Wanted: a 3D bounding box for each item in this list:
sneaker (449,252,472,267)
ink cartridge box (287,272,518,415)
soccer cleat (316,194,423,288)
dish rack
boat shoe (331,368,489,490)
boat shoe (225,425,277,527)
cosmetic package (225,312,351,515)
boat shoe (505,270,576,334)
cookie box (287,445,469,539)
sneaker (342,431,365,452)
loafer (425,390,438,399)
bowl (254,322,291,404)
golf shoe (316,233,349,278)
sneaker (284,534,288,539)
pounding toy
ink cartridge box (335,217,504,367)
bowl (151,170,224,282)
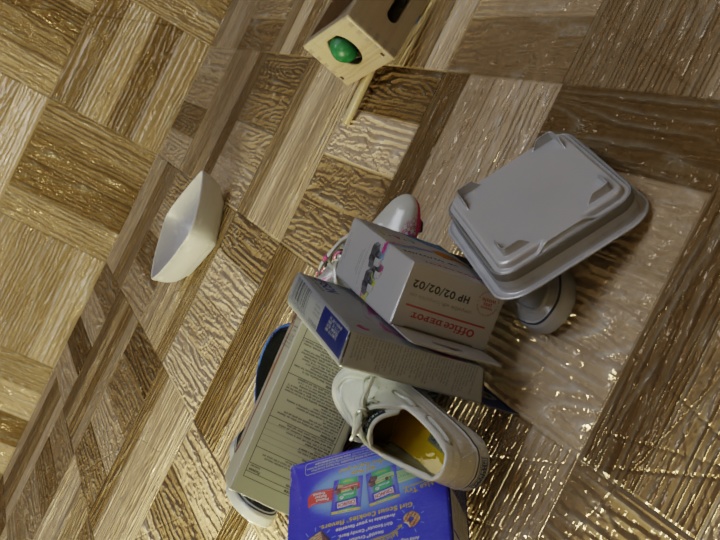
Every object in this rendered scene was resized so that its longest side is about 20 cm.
[{"bbox_3d":[0.061,0.014,1.290,0.200,0.076,0.090,17,89,69],"label":"sneaker"},{"bbox_3d":[0.042,0.070,1.096,0.044,0.197,0.196,-70,23,9],"label":"ink cartridge box"},{"bbox_3d":[0.000,0.000,1.248,0.202,0.085,0.070,-63,31,21],"label":"soccer cleat"},{"bbox_3d":[0.171,-0.066,1.070,0.170,0.044,0.201,-31,29,2],"label":"dish rack"},{"bbox_3d":[0.022,0.140,1.010,0.201,0.085,0.076,34,103,44],"label":"boat shoe"},{"bbox_3d":[-0.138,0.260,1.459,0.064,0.070,0.201,-58,22,16],"label":"boat shoe"},{"bbox_3d":[-0.064,0.158,1.204,0.203,0.102,0.087,-65,10,-5],"label":"cosmetic package"},{"bbox_3d":[0.151,-0.002,1.109,0.074,0.065,0.200,-58,24,11],"label":"boat shoe"},{"bbox_3d":[0.017,0.265,1.024,0.168,0.076,0.202,-17,41,16],"label":"cookie box"},{"bbox_3d":[0.004,0.201,1.212,0.201,0.069,0.091,-52,29,31],"label":"sneaker"},{"bbox_3d":[0.043,0.113,1.224,0.063,0.071,0.201,-56,15,15],"label":"loafer"},{"bbox_3d":[-0.073,0.161,1.359,0.199,0.039,0.205,-2,87,57],"label":"bowl"},{"bbox_3d":[-0.022,0.005,1.406,0.201,0.071,0.093,110,172,-53],"label":"golf shoe"},{"bbox_3d":[-0.007,0.286,1.164,0.198,0.077,0.087,-8,52,53],"label":"sneaker"},{"bbox_3d":[0.012,-0.370,1.739,0.183,0.141,0.202,-14,43,61],"label":"pounding toy"},{"bbox_3d":[0.065,0.019,1.093,0.069,0.113,0.200,-68,27,10],"label":"ink cartridge box"},{"bbox_3d":[-0.349,-0.080,2.261,0.200,0.074,0.203,-43,30,41],"label":"bowl"}]
